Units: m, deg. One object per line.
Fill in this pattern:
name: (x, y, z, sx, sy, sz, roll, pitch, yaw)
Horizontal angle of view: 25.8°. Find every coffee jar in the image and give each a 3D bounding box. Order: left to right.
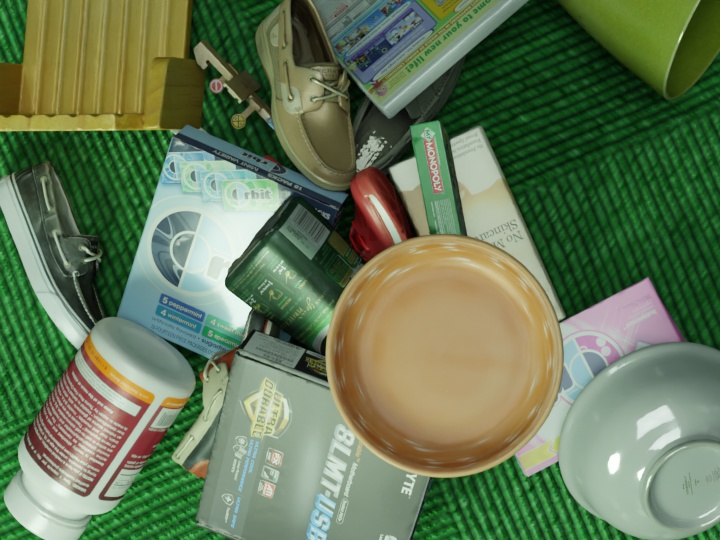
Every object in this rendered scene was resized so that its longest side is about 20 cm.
coffee jar: (-0.018, 0.034, 1.409, 0.200, 0.085, 0.104, 41, 128, -7)

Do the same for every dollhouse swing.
dollhouse swing: (-0.260, -0.220, 1.489, 0.198, 0.182, 0.178, 2, 95, 11)

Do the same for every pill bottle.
pill bottle: (-0.251, 0.154, 1.486, 0.113, 0.113, 0.201, 36, 102, 5)

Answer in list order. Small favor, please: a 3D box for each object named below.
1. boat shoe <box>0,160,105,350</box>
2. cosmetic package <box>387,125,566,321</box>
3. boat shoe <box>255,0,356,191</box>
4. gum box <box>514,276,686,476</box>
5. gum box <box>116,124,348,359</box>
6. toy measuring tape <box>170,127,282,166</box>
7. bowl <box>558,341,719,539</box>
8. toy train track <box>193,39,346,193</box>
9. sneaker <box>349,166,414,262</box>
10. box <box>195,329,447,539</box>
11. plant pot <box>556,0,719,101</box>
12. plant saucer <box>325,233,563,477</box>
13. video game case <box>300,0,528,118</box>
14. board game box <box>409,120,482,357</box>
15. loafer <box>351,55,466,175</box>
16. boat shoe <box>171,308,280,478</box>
boat shoe: (-0.287, -0.016, 1.526, 0.071, 0.072, 0.201, -29, 83, 6)
cosmetic package: (0.111, -0.025, 1.504, 0.104, 0.071, 0.201, -25, 85, 2)
boat shoe: (-0.046, -0.169, 1.472, 0.071, 0.065, 0.201, -5, 64, -36)
gum box: (0.219, 0.098, 1.493, 0.199, 0.066, 0.114, -27, 85, 1)
gum box: (-0.124, -0.012, 1.490, 0.169, 0.045, 0.201, 23, 116, 5)
toy measuring tape: (-0.125, -0.100, 1.524, 0.200, 0.074, 0.074, 40, 90, 4)
bowl: (0.287, 0.174, 1.428, 0.199, 0.091, 0.203, -5, 118, -10)
toy train track: (-0.093, -0.137, 1.511, 0.033, 0.115, 0.200, -43, 95, 13)
sneaker: (0.000, 0.000, 1.465, 0.115, 0.079, 0.201, -20, 128, 7)
box: (-0.035, 0.176, 1.409, 0.197, 0.050, 0.201, 21, 119, 9)
plant pot: (0.253, -0.290, 1.474, 0.199, 0.187, 0.188, 33, 89, 19)
plant saucer: (0.071, 0.071, 1.316, 0.198, 0.037, 0.202, 0, 88, 6)
video game case: (0.051, -0.266, 1.508, 0.200, 0.022, 0.182, -40, 57, 0)
board game box: (0.080, -0.026, 1.403, 0.029, 0.135, 0.202, -11, 88, 7)
loafer: (0.042, -0.164, 1.517, 0.070, 0.070, 0.201, 30, 89, 4)
boat shoe: (-0.126, 0.115, 1.483, 0.062, 0.071, 0.201, 24, 120, 7)
